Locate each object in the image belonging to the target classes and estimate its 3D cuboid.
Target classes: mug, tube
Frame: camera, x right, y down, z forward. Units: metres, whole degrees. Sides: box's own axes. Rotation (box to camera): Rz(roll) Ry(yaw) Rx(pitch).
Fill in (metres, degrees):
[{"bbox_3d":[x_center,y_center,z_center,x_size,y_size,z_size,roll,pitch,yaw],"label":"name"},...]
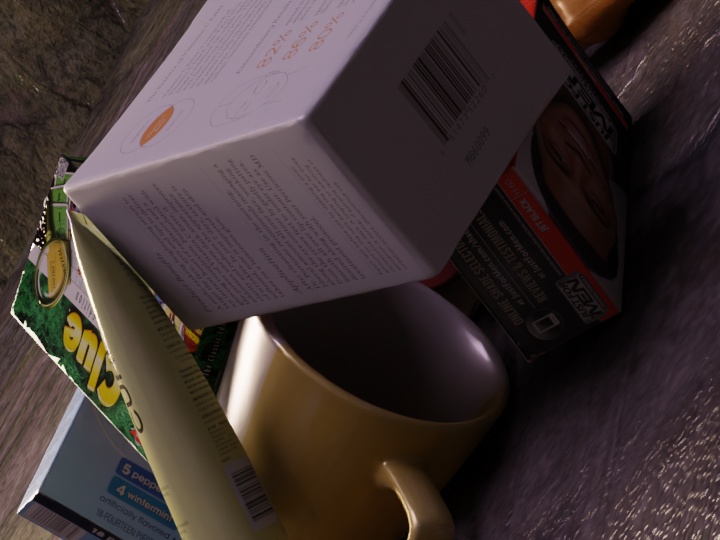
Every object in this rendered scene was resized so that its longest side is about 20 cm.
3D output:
[{"bbox_3d":[-0.022,0.101,1.468,0.154,0.149,0.187,-62,3,27],"label":"mug"},{"bbox_3d":[-0.101,0.061,1.418,0.052,0.201,0.058,-24,-3,-38],"label":"tube"}]

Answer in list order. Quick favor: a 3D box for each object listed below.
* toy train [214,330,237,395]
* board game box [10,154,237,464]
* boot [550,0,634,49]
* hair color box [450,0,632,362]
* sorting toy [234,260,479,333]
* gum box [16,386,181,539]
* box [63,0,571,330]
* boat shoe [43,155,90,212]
[{"bbox_3d":[-0.037,0.008,1.539,0.200,0.034,0.046,-50,-5,3],"label":"toy train"},{"bbox_3d":[-0.133,0.021,1.539,0.200,0.023,0.105,39,117,51],"label":"board game box"},{"bbox_3d":[0.164,-0.219,1.678,0.144,0.071,0.202,-36,29,49],"label":"boot"},{"bbox_3d":[0.090,-0.054,1.443,0.061,0.102,0.201,-28,25,23],"label":"hair color box"},{"bbox_3d":[-0.032,-0.011,1.596,0.200,0.199,0.070,-59,-5,1],"label":"sorting toy"},{"bbox_3d":[-0.089,0.099,1.663,0.045,0.169,0.201,-41,22,55],"label":"gum box"},{"bbox_3d":[-0.023,-0.070,1.377,0.199,0.106,0.153,-12,36,50],"label":"box"},{"bbox_3d":[-0.166,0.023,1.854,0.065,0.074,0.203,-37,63,39],"label":"boat shoe"}]
